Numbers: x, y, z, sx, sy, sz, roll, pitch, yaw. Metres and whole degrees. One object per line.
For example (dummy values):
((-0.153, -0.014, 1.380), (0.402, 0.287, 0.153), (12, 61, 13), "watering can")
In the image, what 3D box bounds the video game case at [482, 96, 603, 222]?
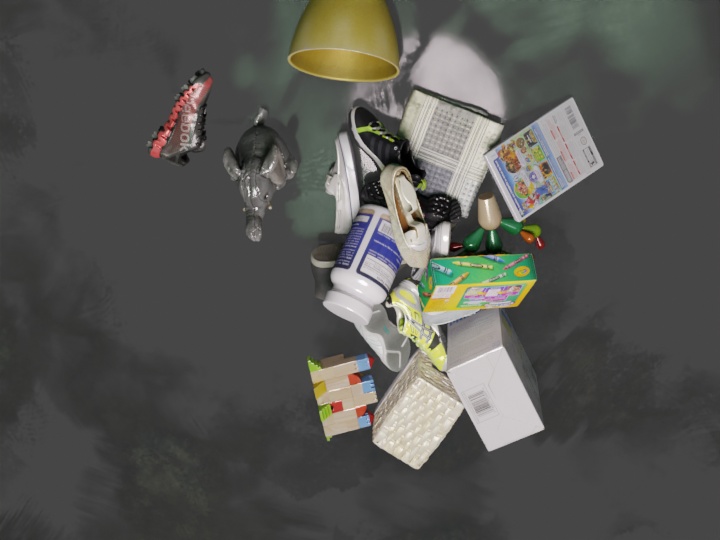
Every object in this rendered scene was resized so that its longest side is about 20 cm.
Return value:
((0.338, -0.204, 1.642), (0.198, 0.018, 0.145), (-33, 106, -6), "video game case")

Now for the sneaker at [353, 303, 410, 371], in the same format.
((0.038, 0.124, 1.814), (0.070, 0.080, 0.202), (-44, 126, -18), "sneaker")

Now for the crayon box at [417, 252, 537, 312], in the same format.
((0.215, 0.024, 1.655), (0.195, 0.059, 0.119), (-3, 155, -11), "crayon box")

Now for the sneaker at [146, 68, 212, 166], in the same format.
((-0.319, -0.280, 1.678), (0.097, 0.071, 0.202), (33, 113, -8), "sneaker")

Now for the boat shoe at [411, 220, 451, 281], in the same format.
((0.132, -0.034, 1.697), (0.067, 0.201, 0.073), (9, 68, 1), "boat shoe")

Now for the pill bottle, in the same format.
((0.012, -0.010, 1.650), (0.114, 0.116, 0.203), (27, 75, -7), "pill bottle")

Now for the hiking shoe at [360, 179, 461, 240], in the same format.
((0.090, -0.104, 1.703), (0.196, 0.077, 0.102), (18, 140, 4), "hiking shoe")

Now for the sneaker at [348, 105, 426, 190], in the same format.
((0.058, -0.229, 1.638), (0.083, 0.071, 0.202), (-36, 88, 44), "sneaker")

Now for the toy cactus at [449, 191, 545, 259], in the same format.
((0.252, -0.073, 1.693), (0.196, 0.103, 0.168), (-15, 120, 0), "toy cactus")

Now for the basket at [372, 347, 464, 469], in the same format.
((0.122, 0.289, 1.838), (0.134, 0.124, 0.202), (31, 112, -7), "basket")

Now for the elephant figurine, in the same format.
((-0.188, -0.178, 1.636), (0.155, 0.201, 0.141), (43, 109, -12), "elephant figurine")

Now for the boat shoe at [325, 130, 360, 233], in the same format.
((-0.037, -0.164, 1.703), (0.064, 0.072, 0.204), (-6, 119, 2), "boat shoe")

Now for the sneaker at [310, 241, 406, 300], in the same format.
((0.000, 0.000, 1.772), (0.195, 0.076, 0.108), (-2, 131, -2), "sneaker")

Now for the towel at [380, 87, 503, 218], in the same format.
((0.155, -0.224, 1.686), (0.189, 0.035, 0.203), (21, 114, -1), "towel")

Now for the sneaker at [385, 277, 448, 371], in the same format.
((0.115, 0.118, 1.787), (0.076, 0.075, 0.202), (-32, 98, -16), "sneaker")

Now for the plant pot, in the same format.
((-0.023, -0.425, 1.548), (0.195, 0.200, 0.145), (6, 87, 3), "plant pot")

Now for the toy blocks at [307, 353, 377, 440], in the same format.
((-0.026, 0.254, 1.863), (0.134, 0.100, 0.204), (-13, 110, -2), "toy blocks")

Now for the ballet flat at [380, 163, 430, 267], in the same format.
((0.086, -0.093, 1.592), (0.067, 0.062, 0.203), (-28, 104, -24), "ballet flat")

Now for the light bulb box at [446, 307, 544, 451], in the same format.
((0.262, 0.202, 1.750), (0.123, 0.201, 0.201), (-24, 108, 15), "light bulb box")

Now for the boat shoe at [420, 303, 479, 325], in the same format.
((0.205, 0.054, 1.753), (0.197, 0.071, 0.072), (-18, 141, -17), "boat shoe")
